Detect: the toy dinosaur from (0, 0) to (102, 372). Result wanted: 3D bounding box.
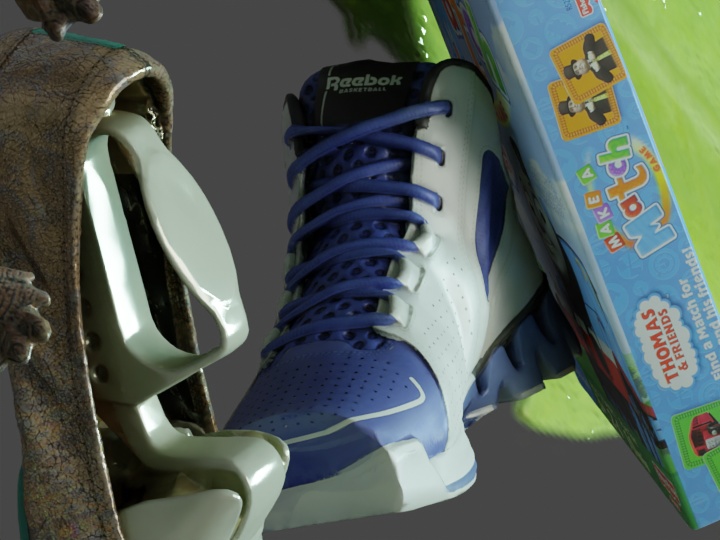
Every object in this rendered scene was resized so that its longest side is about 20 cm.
[{"bbox_3d":[-0.128,-0.059,0.651,0.136,0.086,0.200,48,39,-39],"label":"toy dinosaur"}]

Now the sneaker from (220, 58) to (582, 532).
[{"bbox_3d":[0.000,0.000,0.890,0.199,0.080,0.115,-40,116,-65],"label":"sneaker"}]

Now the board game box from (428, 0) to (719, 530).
[{"bbox_3d":[0.067,-0.034,0.950,0.151,0.037,0.200,-121,-171,-72],"label":"board game box"}]

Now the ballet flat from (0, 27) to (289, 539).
[{"bbox_3d":[-0.057,0.035,0.777,0.068,0.067,0.200,-38,119,-57],"label":"ballet flat"}]
